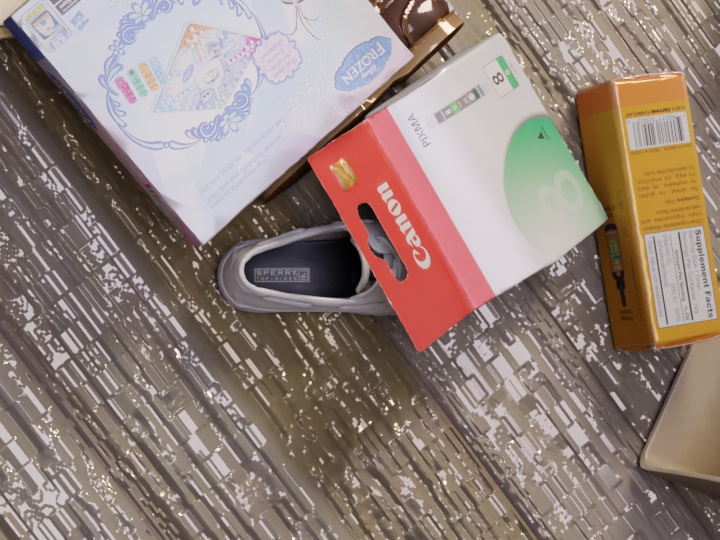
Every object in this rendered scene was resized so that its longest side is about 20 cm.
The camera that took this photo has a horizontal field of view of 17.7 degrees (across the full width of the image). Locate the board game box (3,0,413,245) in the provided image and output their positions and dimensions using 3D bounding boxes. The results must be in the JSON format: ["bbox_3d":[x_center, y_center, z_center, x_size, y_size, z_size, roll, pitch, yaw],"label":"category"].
[{"bbox_3d":[-0.101,-0.156,1.560,0.200,0.043,0.199,-42,101,-12],"label":"board game box"}]

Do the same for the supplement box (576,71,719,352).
[{"bbox_3d":[0.214,-0.042,1.711,0.069,0.067,0.201,-6,89,-20],"label":"supplement box"}]

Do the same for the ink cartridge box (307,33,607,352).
[{"bbox_3d":[0.072,-0.059,1.637,0.200,0.050,0.161,-37,99,-45],"label":"ink cartridge box"}]

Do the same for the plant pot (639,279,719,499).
[{"bbox_3d":[0.359,0.103,1.690,0.177,0.200,0.200,31,78,-25],"label":"plant pot"}]

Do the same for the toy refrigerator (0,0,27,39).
[{"bbox_3d":[-0.207,-0.197,1.590,0.199,0.076,0.070,-10,89,-18],"label":"toy refrigerator"}]

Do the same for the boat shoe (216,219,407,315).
[{"bbox_3d":[0.000,0.000,1.644,0.199,0.065,0.074,-10,89,-17],"label":"boat shoe"}]

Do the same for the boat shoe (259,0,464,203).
[{"bbox_3d":[-0.017,-0.134,1.647,0.070,0.070,0.200,45,74,-1],"label":"boat shoe"}]
